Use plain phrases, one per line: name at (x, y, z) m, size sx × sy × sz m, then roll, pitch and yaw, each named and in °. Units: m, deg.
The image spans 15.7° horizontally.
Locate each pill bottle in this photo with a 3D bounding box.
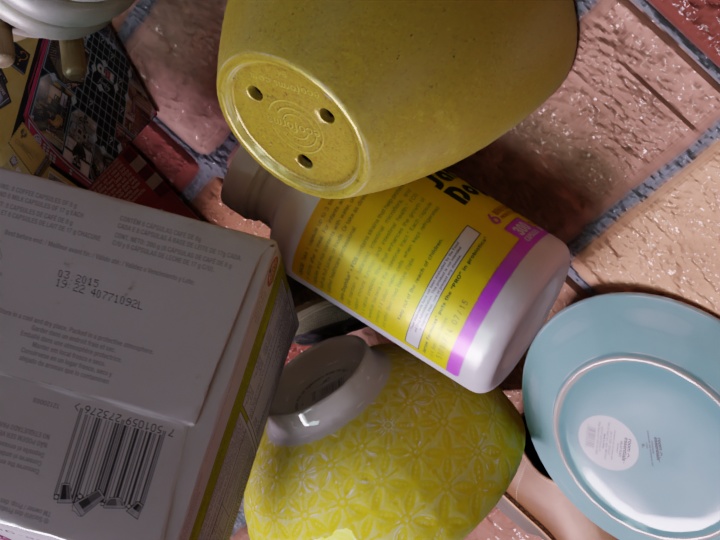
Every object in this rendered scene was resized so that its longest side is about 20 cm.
pill bottle at (0.018, -0.020, 1.550) m, size 0.199 × 0.104 × 0.105 m, roll 32°, pitch 147°, yaw 12°

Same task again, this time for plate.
plate at (0.184, 0.105, 1.605) m, size 0.199 × 0.026 × 0.201 m, roll 18°, pitch 129°, yaw 23°

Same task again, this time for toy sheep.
toy sheep at (-0.180, -0.202, 1.555) m, size 0.138 × 0.138 × 0.200 m, roll 43°, pitch 135°, yaw -5°

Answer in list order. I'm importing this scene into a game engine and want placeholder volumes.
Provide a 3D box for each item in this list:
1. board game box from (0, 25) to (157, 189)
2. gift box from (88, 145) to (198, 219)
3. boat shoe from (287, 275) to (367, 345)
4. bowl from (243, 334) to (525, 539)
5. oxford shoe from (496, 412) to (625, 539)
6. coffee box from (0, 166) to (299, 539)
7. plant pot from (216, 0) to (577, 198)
board game box at (-0.222, -0.138, 1.670) m, size 0.034 × 0.136 × 0.201 m, roll 6°, pitch 134°, yaw 42°
gift box at (-0.226, 0.019, 1.823) m, size 0.200 × 0.184 × 0.186 m, roll 52°, pitch 145°, yaw -7°
boat shoe at (0.000, 0.001, 1.680) m, size 0.066 × 0.072 × 0.200 m, roll 19°, pitch 149°, yaw -42°
bowl at (-0.003, 0.107, 1.682) m, size 0.199 × 0.200 × 0.108 m, roll -3°, pitch 128°, yaw 48°
oxford shoe at (0.167, 0.166, 1.702) m, size 0.199 × 0.071 × 0.071 m, roll 35°, pitch 143°, yaw 11°
coffee box at (-0.164, 0.074, 1.561) m, size 0.198 × 0.201 × 0.198 m, roll 16°, pitch 167°, yaw 7°
plant pot at (0.000, -0.124, 1.448) m, size 0.199 × 0.142 × 0.201 m, roll 27°, pitch 146°, yaw 20°
